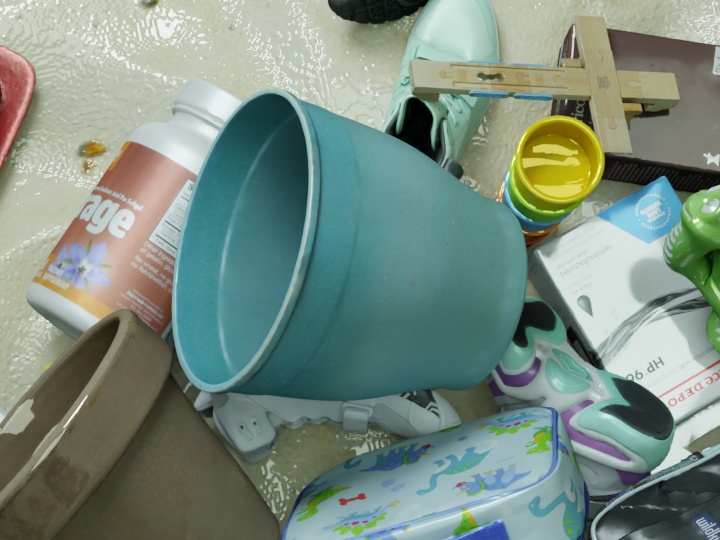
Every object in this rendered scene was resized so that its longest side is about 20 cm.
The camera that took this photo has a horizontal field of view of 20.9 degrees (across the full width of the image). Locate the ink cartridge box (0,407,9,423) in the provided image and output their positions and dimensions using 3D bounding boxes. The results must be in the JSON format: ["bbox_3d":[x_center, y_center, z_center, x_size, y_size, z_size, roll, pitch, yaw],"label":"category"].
[{"bbox_3d":[-0.234,0.204,1.360,0.200,0.086,0.147,38,79,6],"label":"ink cartridge box"}]

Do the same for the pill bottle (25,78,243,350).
[{"bbox_3d":[-0.142,-0.032,1.396,0.112,0.112,0.200,32,79,4],"label":"pill bottle"}]

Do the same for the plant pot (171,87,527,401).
[{"bbox_3d":[0.000,0.000,1.296,0.187,0.200,0.201,14,78,-27],"label":"plant pot"}]

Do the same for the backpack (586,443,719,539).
[{"bbox_3d":[0.261,0.207,1.295,0.199,0.151,0.178,-28,66,-13],"label":"backpack"}]

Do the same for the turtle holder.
[{"bbox_3d":[0.296,-0.024,1.346,0.185,0.132,0.141,34,50,-15],"label":"turtle holder"}]

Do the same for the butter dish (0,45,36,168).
[{"bbox_3d":[-0.358,-0.112,1.384,0.199,0.148,0.201,23,79,1],"label":"butter dish"}]

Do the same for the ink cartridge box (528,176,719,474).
[{"bbox_3d":[0.220,0.049,1.417,0.116,0.068,0.201,-30,82,-7],"label":"ink cartridge box"}]

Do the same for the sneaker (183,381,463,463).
[{"bbox_3d":[-0.030,0.100,1.397,0.199,0.075,0.115,32,81,9],"label":"sneaker"}]

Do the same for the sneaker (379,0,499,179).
[{"bbox_3d":[0.060,-0.131,1.420,0.073,0.118,0.201,15,78,2],"label":"sneaker"}]

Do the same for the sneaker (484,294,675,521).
[{"bbox_3d":[0.115,0.106,1.389,0.200,0.140,0.078,42,37,23],"label":"sneaker"}]

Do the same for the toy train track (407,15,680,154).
[{"bbox_3d":[0.128,-0.127,1.383,0.199,0.033,0.115,2,62,-17],"label":"toy train track"}]

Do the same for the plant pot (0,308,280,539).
[{"bbox_3d":[-0.149,0.153,1.251,0.174,0.200,0.200,41,80,-12],"label":"plant pot"}]

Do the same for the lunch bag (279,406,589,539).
[{"bbox_3d":[0.049,0.167,1.285,0.199,0.161,0.083,-18,102,10],"label":"lunch bag"}]

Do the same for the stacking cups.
[{"bbox_3d":[0.122,-0.049,1.364,0.060,0.200,0.061,1,76,-4],"label":"stacking cups"}]

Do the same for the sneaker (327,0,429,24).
[{"bbox_3d":[0.046,-0.264,1.476,0.200,0.076,0.091,-39,73,-16],"label":"sneaker"}]

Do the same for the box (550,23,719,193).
[{"bbox_3d":[0.243,-0.115,1.448,0.199,0.075,0.101,8,79,1],"label":"box"}]
